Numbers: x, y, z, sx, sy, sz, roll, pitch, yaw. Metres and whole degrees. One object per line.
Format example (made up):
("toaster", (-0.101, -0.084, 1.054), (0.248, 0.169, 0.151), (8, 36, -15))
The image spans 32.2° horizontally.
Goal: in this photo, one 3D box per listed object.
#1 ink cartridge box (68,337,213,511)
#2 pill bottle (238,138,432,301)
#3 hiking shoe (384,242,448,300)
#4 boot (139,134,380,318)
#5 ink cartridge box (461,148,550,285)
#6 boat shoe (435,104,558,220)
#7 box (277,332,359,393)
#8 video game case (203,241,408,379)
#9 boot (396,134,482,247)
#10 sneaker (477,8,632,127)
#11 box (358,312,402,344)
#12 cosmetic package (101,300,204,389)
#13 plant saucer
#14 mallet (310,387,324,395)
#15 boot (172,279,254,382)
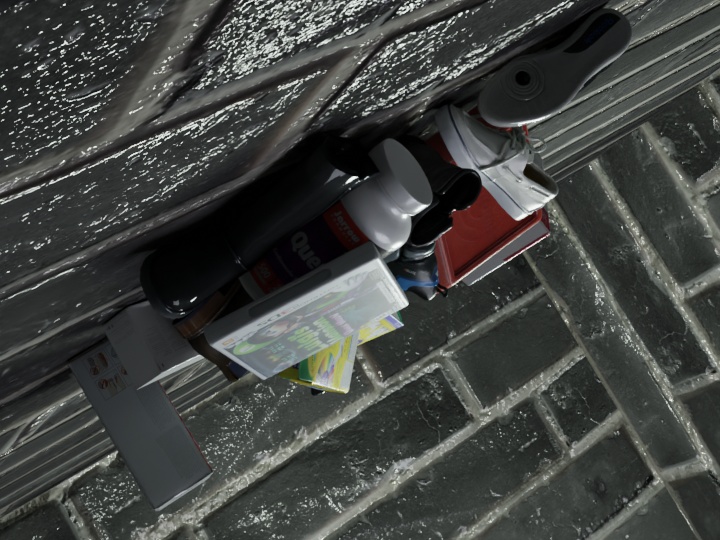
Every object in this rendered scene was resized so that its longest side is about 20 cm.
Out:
("ink cartridge box", (-0.267, 0.187, 1.523), (0.083, 0.201, 0.176), (-31, 175, -14))
("pill bottle", (-0.028, -0.045, 1.249), (0.199, 0.113, 0.112), (-34, 175, 24))
("hiking shoe", (0.000, 0.000, 1.452), (0.198, 0.088, 0.074), (0, -152, 31))
("boot", (-0.090, -0.043, 1.132), (0.199, 0.066, 0.165), (-31, -175, 25))
("ink cartridge box", (0.182, -0.096, 1.743), (0.145, 0.083, 0.201), (-34, -155, 25))
("boat shoe", (0.163, -0.130, 1.378), (0.085, 0.075, 0.202), (-27, 136, 23))
("box", (-0.046, 0.077, 1.451), (0.048, 0.119, 0.200), (9, 173, 12))
("video game case", (-0.048, 0.046, 1.252), (0.180, 0.024, 0.200), (-27, 163, 3))
("boot", (0.026, -0.054, 1.319), (0.200, 0.070, 0.132), (-48, -144, 0))
("sneaker", (0.207, -0.204, 1.380), (0.199, 0.073, 0.112), (-33, 174, -13))
("box", (-0.051, 0.082, 1.651), (0.198, 0.049, 0.117), (-22, 164, 9))
("cosmetic package", (-0.202, 0.065, 1.431), (0.050, 0.083, 0.199), (-34, 174, 30))
("plant saucer", (0.140, -0.089, 1.480), (0.199, 0.201, 0.037), (-35, -139, -23))
("mallet", (-0.063, 0.052, 1.550), (0.065, 0.202, 0.041), (-26, -164, -35))
("boot", (-0.114, 0.033, 1.416), (0.200, 0.097, 0.075), (-43, -166, -22))
